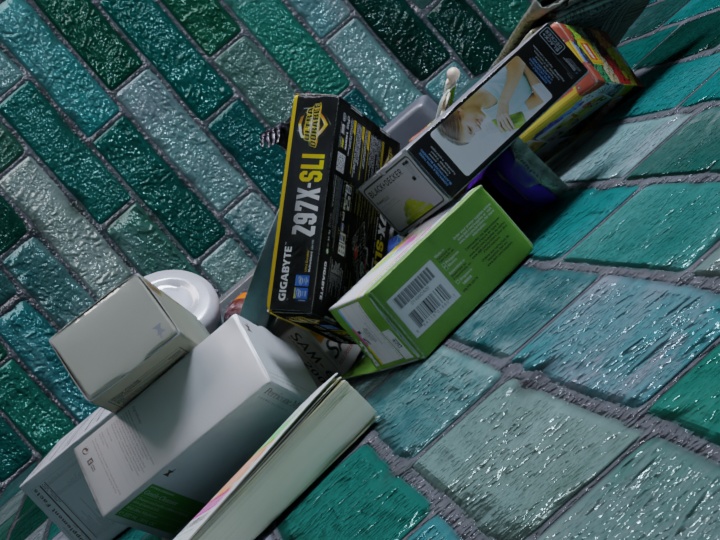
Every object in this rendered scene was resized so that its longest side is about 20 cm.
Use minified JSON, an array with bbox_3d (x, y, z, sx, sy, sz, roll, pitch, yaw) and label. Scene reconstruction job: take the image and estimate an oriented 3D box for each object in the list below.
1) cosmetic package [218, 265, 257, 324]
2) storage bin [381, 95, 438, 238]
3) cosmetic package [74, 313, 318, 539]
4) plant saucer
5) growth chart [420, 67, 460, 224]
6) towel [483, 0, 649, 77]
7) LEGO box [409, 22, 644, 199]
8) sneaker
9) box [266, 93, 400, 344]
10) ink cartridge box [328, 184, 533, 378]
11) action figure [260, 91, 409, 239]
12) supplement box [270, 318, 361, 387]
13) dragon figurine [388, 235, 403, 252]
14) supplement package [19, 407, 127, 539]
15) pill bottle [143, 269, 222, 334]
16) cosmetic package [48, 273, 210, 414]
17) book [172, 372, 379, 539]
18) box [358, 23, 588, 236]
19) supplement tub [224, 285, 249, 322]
[{"bbox_3d":[-0.083,0.027,2.179,0.200,0.107,0.090,-43,5,2],"label":"cosmetic package"},{"bbox_3d":[0.058,-0.105,2.106,0.200,0.134,0.146,-39,6,12],"label":"storage bin"},{"bbox_3d":[-0.142,0.141,1.616,0.200,0.085,0.108,-39,-34,14],"label":"cosmetic package"},{"bbox_3d":[-0.075,-0.010,1.709,0.200,0.027,0.200,20,-90,-89],"label":"plant saucer"},{"bbox_3d":[0.068,-0.078,1.742,0.145,0.018,0.200,93,-173,-73],"label":"growth chart"},{"bbox_3d":[0.225,-0.245,1.891,0.192,0.035,0.200,-22,-18,-26],"label":"towel"},{"bbox_3d":[0.171,-0.161,1.856,0.200,0.077,0.149,-38,-13,24],"label":"LEGO box"},{"bbox_3d":[0.133,-0.066,1.698,0.100,0.070,0.200,-45,0,2],"label":"sneaker"},{"bbox_3d":[-0.022,-0.043,1.645,0.049,0.200,0.160,3,-10,21],"label":"box"},{"bbox_3d":[0.042,0.017,1.597,0.148,0.076,0.200,-43,8,-22],"label":"ink cartridge box"},{"bbox_3d":[-0.010,-0.081,1.816,0.119,0.200,0.102,-29,30,38],"label":"action figure"},{"bbox_3d":[-0.090,0.106,1.786,0.200,0.074,0.126,-38,9,26],"label":"supplement box"},{"bbox_3d":[0.011,-0.046,1.960,0.099,0.200,0.059,-3,-3,-18],"label":"dragon figurine"},{"bbox_3d":[-0.247,0.195,1.944,0.200,0.114,0.110,-38,8,25],"label":"supplement package"},{"bbox_3d":[-0.206,0.104,2.040,0.111,0.111,0.200,-45,-32,-35],"label":"pill bottle"},{"bbox_3d":[-0.196,0.077,1.645,0.105,0.071,0.200,-37,-16,-1],"label":"cosmetic package"},{"bbox_3d":[-0.086,0.177,1.426,0.200,0.048,0.134,-46,3,-25],"label":"book"},{"bbox_3d":[0.101,-0.125,1.624,0.200,0.060,0.117,-42,3,-27],"label":"box"},{"bbox_3d":[-0.077,0.045,1.999,0.200,0.107,0.107,-45,7,-32],"label":"supplement tub"}]
